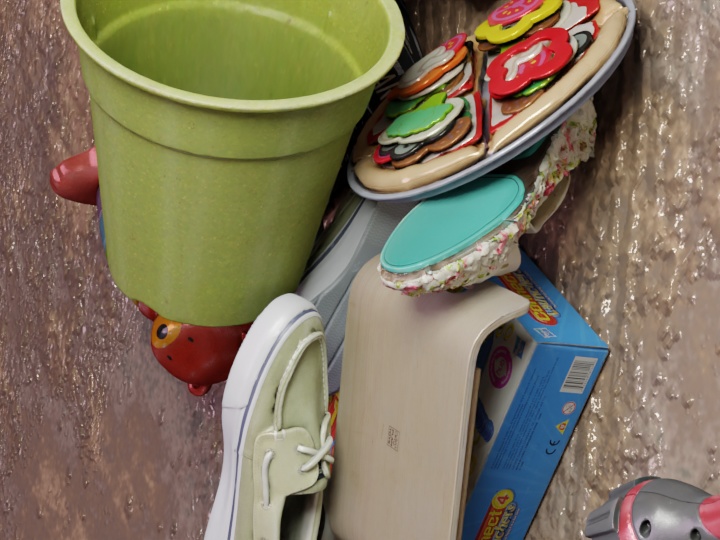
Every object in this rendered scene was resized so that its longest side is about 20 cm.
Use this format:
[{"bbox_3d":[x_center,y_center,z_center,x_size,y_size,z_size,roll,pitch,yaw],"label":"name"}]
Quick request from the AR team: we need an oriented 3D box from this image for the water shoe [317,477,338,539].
[{"bbox_3d":[-0.036,0.177,1.510,0.072,0.079,0.200,54,147,19],"label":"water shoe"}]

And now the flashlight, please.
[{"bbox_3d":[0.198,0.120,1.175,0.200,0.067,0.068,-35,60,53],"label":"flashlight"}]

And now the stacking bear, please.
[{"bbox_3d":[-0.138,-0.007,1.726,0.121,0.113,0.201,-34,65,28],"label":"stacking bear"}]

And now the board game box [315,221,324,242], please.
[{"bbox_3d":[-0.048,-0.064,1.539,0.135,0.028,0.201,-139,38,-83],"label":"board game box"}]

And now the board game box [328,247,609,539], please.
[{"bbox_3d":[0.053,0.077,1.436,0.196,0.056,0.201,52,127,50],"label":"board game box"}]

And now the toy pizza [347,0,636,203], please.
[{"bbox_3d":[0.072,-0.113,1.347,0.199,0.032,0.200,-30,23,14],"label":"toy pizza"}]

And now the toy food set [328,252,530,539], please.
[{"bbox_3d":[0.045,0.098,1.347,0.143,0.060,0.201,28,116,57],"label":"toy food set"}]

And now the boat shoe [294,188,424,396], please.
[{"bbox_3d":[0.000,0.000,1.436,0.200,0.072,0.062,-54,23,29],"label":"boat shoe"}]

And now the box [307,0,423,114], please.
[{"bbox_3d":[-0.012,-0.207,1.513,0.043,0.160,0.201,-23,54,8],"label":"box"}]

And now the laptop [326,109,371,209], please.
[{"bbox_3d":[-0.056,-0.157,1.608,0.200,0.103,0.178,-50,48,43],"label":"laptop"}]

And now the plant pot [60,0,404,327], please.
[{"bbox_3d":[-0.085,-0.076,1.363,0.200,0.199,0.191,-120,30,-45],"label":"plant pot"}]

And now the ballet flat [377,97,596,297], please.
[{"bbox_3d":[0.084,-0.038,1.317,0.075,0.200,0.064,10,136,40],"label":"ballet flat"}]

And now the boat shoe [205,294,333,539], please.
[{"bbox_3d":[-0.045,0.114,1.383,0.062,0.072,0.201,24,116,30],"label":"boat shoe"}]
